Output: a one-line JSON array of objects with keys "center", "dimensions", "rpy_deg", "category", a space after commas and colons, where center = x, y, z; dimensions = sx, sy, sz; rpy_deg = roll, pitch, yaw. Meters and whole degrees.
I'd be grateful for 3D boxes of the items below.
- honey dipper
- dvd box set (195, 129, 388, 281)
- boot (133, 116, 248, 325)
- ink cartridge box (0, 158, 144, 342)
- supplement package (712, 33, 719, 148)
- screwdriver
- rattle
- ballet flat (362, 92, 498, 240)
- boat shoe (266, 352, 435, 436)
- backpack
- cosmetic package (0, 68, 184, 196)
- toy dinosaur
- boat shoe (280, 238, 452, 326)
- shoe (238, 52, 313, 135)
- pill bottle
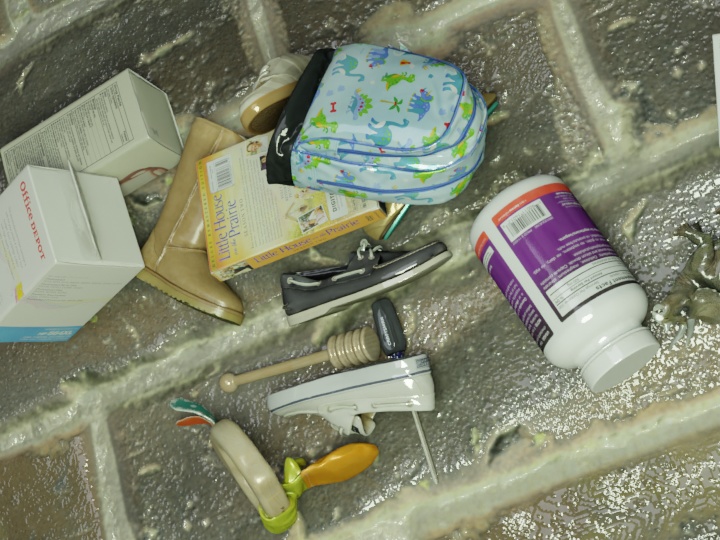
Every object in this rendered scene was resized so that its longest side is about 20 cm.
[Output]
[{"center": [-0.072, 0.102, 1.291], "dimensions": [0.199, 0.038, 0.038], "rpy_deg": [-18, 71, 27], "category": "honey dipper"}, {"center": [-0.077, -0.087, 1.281], "dimensions": [0.199, 0.029, 0.147], "rpy_deg": [-21, 60, 15], "category": "dvd box set"}, {"center": [-0.166, -0.058, 1.363], "dimensions": [0.174, 0.066, 0.201], "rpy_deg": [25, 88, 27], "category": "boot"}, {"center": [-0.349, -0.021, 1.372], "dimensions": [0.200, 0.125, 0.129], "rpy_deg": [-37, 64, 33], "category": "ink cartridge box"}, {"center": [0.430, -0.159, 1.089], "dimensions": [0.198, 0.109, 0.115], "rpy_deg": [-6, 76, 23], "category": "supplement package"}, {"center": [0.045, 0.125, 1.247], "dimensions": [0.029, 0.028, 0.202], "rpy_deg": [-10, 74, -9], "category": "screwdriver"}, {"center": [-0.100, 0.170, 1.279], "dimensions": [0.143, 0.130, 0.200], "rpy_deg": [-46, 37, -4], "category": "rattle"}, {"center": [0.062, -0.122, 1.267], "dimensions": [0.063, 0.069, 0.200], "rpy_deg": [40, 96, 3], "category": "ballet flat"}, {"center": [-0.010, 0.138, 1.240], "dimensions": [0.199, 0.071, 0.070], "rpy_deg": [-16, 86, 28], "category": "boat shoe"}, {"center": [0.027, -0.142, 1.182], "dimensions": [0.199, 0.154, 0.164], "rpy_deg": [23, 59, 4], "category": "backpack"}, {"center": [-0.320, -0.139, 1.439], "dimensions": [0.199, 0.087, 0.104], "rpy_deg": [-27, 67, 18], "category": "cosmetic package"}, {"center": [0.355, -0.013, 1.121], "dimensions": [0.199, 0.077, 0.103], "rpy_deg": [-29, 79, 11], "category": "toy dinosaur"}, {"center": [0.000, 0.000, 1.265], "dimensions": [0.199, 0.073, 0.063], "rpy_deg": [-22, 84, 23], "category": "boat shoe"}, {"center": [-0.087, -0.195, 1.288], "dimensions": [0.053, 0.200, 0.070], "rpy_deg": [44, 117, 2], "category": "shoe"}, {"center": [0.197, 0.013, 1.153], "dimensions": [0.112, 0.112, 0.201], "rpy_deg": [-37, 66, 12], "category": "pill bottle"}]
